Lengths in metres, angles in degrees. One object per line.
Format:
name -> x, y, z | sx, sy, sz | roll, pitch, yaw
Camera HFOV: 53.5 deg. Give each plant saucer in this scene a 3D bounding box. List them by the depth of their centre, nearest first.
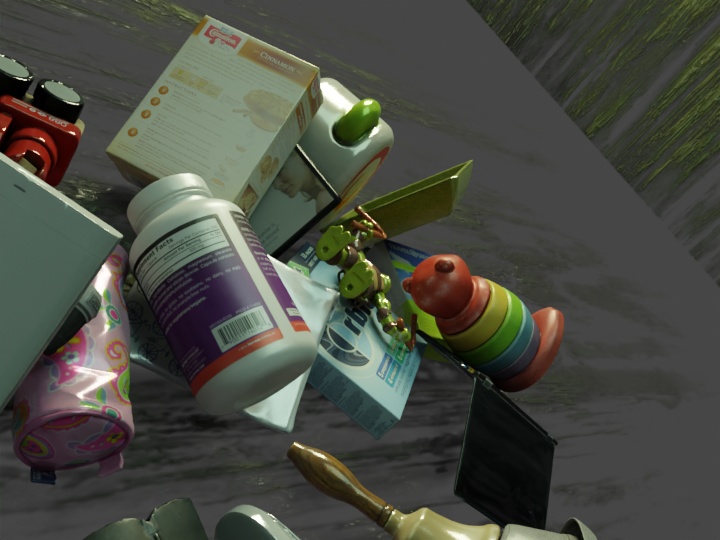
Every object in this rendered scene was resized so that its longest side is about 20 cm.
plant saucer -> 0.064, -0.087, 1.006 | 0.048, 0.199, 0.200 | 67, 19, -7

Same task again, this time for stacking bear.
stacking bear -> 0.141, 0.054, 0.880 | 0.200, 0.121, 0.114 | 39, 46, -25

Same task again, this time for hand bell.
hand bell -> 0.016, 0.223, 0.660 | 0.200, 0.104, 0.104 | 32, 28, 11

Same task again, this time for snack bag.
snack bag -> -0.125, 0.047, 0.703 | 0.200, 0.021, 0.189 | 30, 48, -13

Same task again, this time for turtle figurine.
turtle figurine -> 0.000, 0.000, 0.834 | 0.161, 0.064, 0.201 | 34, 36, -67

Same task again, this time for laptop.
laptop -> 0.138, 0.196, 0.844 | 0.187, 0.116, 0.200 | 42, -4, -34

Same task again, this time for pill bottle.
pill bottle -> -0.129, 0.017, 0.630 | 0.112, 0.112, 0.200 | -8, 63, -54

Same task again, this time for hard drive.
hard drive -> -0.267, 0.022, 0.460 | 0.132, 0.200, 0.026 | 35, -1, -11

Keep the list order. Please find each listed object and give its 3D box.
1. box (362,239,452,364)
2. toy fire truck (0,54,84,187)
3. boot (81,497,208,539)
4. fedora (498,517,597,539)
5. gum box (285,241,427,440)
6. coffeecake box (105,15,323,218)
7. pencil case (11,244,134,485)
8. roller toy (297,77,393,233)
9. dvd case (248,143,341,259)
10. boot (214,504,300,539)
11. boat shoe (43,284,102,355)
box -> 0.083, 0.035, 1.006 | 0.122, 0.048, 0.200 | 17, 38, -37
toy fire truck -> -0.352, -0.105, 0.624 | 0.176, 0.129, 0.200 | 25, 23, -27
boot -> -0.131, 0.252, 0.436 | 0.165, 0.066, 0.200 | 8, 46, -58
fedora -> 0.138, 0.303, 0.614 | 0.090, 0.177, 0.201 | 16, 65, 8
gum box -> -0.024, 0.073, 0.828 | 0.200, 0.045, 0.170 | 40, 29, -4
coffeecake box -> -0.157, -0.163, 0.803 | 0.153, 0.200, 0.073 | 27, -17, 10
pencil case -> -0.224, 0.062, 0.568 | 0.087, 0.087, 0.200 | 18, 36, -35
roller toy -> -0.061, -0.153, 0.952 | 0.140, 0.200, 0.182 | 41, 4, 3
dvd case -> -0.133, -0.110, 0.852 | 0.200, 0.143, 0.018 | 51, 7, 18
boot -> -0.029, 0.258, 0.562 | 0.200, 0.073, 0.096 | 55, 24, 6
boat shoe -> -0.284, -0.006, 0.518 | 0.199, 0.069, 0.057 | 26, 61, 11
